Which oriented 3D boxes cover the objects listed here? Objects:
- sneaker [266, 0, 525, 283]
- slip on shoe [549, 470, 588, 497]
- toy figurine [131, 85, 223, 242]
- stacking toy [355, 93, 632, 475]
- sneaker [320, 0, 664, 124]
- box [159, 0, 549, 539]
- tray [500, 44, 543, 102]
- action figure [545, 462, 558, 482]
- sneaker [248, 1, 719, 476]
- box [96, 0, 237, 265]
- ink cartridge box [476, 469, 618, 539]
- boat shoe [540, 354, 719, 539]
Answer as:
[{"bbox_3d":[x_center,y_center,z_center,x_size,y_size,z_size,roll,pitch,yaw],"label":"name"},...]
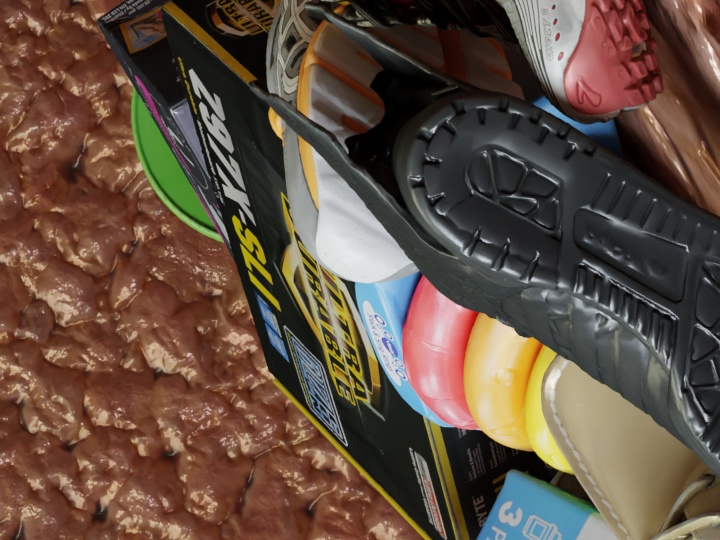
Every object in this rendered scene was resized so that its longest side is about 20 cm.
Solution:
[{"bbox_3d":[0.004,-0.056,0.845,0.078,0.077,0.200,33,-146,-17],"label":"sneaker"},{"bbox_3d":[0.078,0.131,1.042,0.074,0.200,0.061,45,152,-13],"label":"slip on shoe"},{"bbox_3d":[-0.028,-0.095,1.395,0.184,0.150,0.201,36,-137,-74],"label":"toy figurine"},{"bbox_3d":[0.099,0.041,0.842,0.200,0.110,0.116,42,163,38],"label":"stacking toy"},{"bbox_3d":[0.024,-0.092,0.760,0.078,0.082,0.200,63,174,-35],"label":"sneaker"},{"bbox_3d":[0.000,0.000,0.997,0.160,0.049,0.200,46,158,46],"label":"box"},{"bbox_3d":[0.052,-0.045,0.985,0.107,0.022,0.200,-9,117,48],"label":"tray"},{"bbox_3d":[0.105,0.100,1.148,0.200,0.102,0.119,44,178,3],"label":"action figure"},{"bbox_3d":[0.061,-0.004,0.726,0.200,0.060,0.104,36,177,-11],"label":"sneaker"},{"bbox_3d":[-0.008,-0.053,1.195,0.200,0.132,0.115,61,173,-35],"label":"box"},{"bbox_3d":[0.108,0.157,0.816,0.200,0.115,0.068,27,-179,43],"label":"ink cartridge box"},{"bbox_3d":[0.114,0.082,0.737,0.065,0.072,0.200,-6,-138,-45],"label":"boat shoe"}]
